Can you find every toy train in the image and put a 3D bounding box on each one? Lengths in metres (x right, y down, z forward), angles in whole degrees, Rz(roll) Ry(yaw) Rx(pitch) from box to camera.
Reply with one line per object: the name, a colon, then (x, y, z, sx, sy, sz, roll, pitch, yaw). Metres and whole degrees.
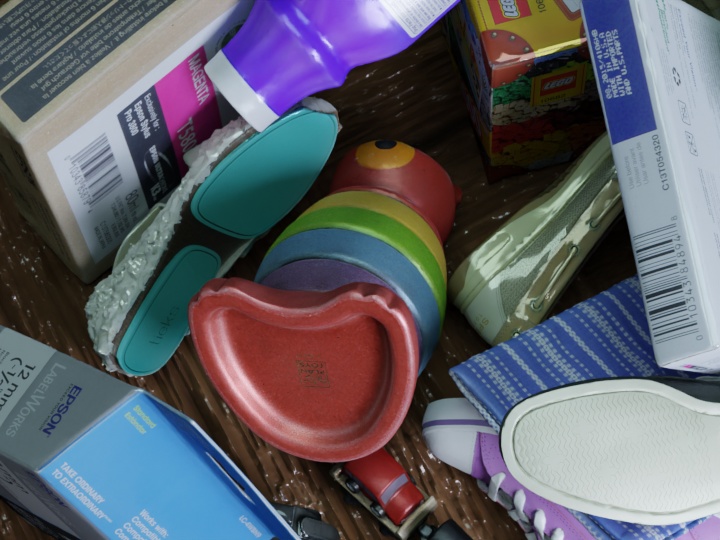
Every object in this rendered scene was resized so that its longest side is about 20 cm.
toy train: (0.009, 0.118, 1.084, 0.034, 0.046, 0.200, -43, 72, -14)

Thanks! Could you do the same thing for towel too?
towel: (0.162, 0.067, 1.059, 0.199, 0.024, 0.145, -24, 60, -38)

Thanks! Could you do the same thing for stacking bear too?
stacking bear: (0.000, 0.000, 1.080, 0.120, 0.114, 0.200, 2, 35, 18)

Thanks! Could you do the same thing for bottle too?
bottle: (0.006, -0.156, 1.036, 0.200, 0.065, 0.084, -42, 113, 6)

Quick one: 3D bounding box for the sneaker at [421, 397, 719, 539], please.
sneaker: (0.112, 0.146, 1.055, 0.199, 0.073, 0.115, 21, 73, 11)

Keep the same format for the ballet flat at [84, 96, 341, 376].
ballet flat: (-0.094, -0.031, 1.112, 0.072, 0.072, 0.200, 43, 101, 18)

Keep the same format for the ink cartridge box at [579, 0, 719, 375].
ink cartridge box: (0.195, -0.040, 1.052, 0.043, 0.199, 0.198, -19, 73, 30)

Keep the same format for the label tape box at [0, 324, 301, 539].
label tape box: (-0.133, 0.105, 1.006, 0.199, 0.143, 0.066, 22, 68, 41)

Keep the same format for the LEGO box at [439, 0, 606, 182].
LEGO box: (0.085, -0.177, 1.148, 0.077, 0.149, 0.201, -14, 67, -3)

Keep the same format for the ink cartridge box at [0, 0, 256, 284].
ink cartridge box: (-0.130, -0.101, 1.101, 0.165, 0.200, 0.075, -40, 71, -12)

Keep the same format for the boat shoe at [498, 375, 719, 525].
boat shoe: (0.161, 0.089, 0.990, 0.198, 0.068, 0.072, 0, 89, -14)

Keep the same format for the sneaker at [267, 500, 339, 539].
sneaker: (-0.020, 0.186, 1.043, 0.199, 0.071, 0.100, 27, 76, 18)

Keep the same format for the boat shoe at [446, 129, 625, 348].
boat shoe: (0.140, -0.032, 1.129, 0.200, 0.073, 0.063, -40, 79, -10)

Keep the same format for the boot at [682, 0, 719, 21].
boot: (0.232, -0.198, 1.102, 0.155, 0.200, 0.073, -33, 52, 23)
